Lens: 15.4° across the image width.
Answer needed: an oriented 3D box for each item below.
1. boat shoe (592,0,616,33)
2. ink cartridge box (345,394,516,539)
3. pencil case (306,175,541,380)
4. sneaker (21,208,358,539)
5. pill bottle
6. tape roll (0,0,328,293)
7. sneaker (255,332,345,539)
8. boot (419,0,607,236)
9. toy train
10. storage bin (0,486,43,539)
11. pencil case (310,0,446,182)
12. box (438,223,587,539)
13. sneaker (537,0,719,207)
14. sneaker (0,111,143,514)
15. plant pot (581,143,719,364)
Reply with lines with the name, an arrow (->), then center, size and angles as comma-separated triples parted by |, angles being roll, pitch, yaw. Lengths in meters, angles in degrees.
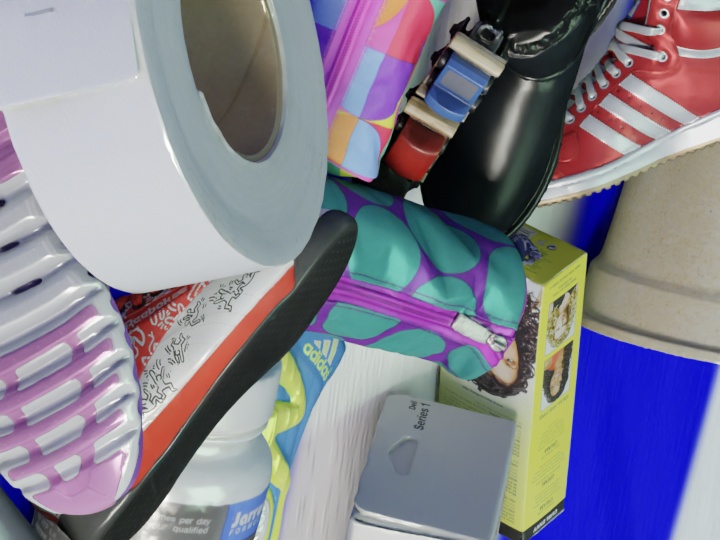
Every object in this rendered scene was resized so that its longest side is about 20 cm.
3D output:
boat shoe -> 0.162, -0.215, 1.522 | 0.200, 0.060, 0.074 | -62, 149, 0
ink cartridge box -> 0.031, 0.197, 1.573 | 0.145, 0.084, 0.201 | -71, 171, -62
pencil case -> 0.000, 0.000, 1.361 | 0.200, 0.092, 0.085 | 14, 112, -44
sneaker -> -0.099, 0.025, 1.238 | 0.202, 0.108, 0.067 | -51, 164, 8
pill bottle -> -0.108, 0.126, 1.346 | 0.114, 0.114, 0.201 | -11, 123, -51
tape roll -> -0.085, -0.093, 1.159 | 0.202, 0.071, 0.203 | -10, 90, -69
sneaker -> -0.048, 0.085, 1.438 | 0.105, 0.076, 0.201 | -25, 132, -45
boot -> 0.080, -0.111, 1.418 | 0.168, 0.076, 0.201 | 19, 95, -81
toy train -> 0.030, -0.070, 1.385 | 0.046, 0.034, 0.200 | -59, -178, -32
storage bin -> -0.217, 0.161, 1.165 | 0.200, 0.145, 0.135 | -49, 134, -26
pencil case -> 0.007, -0.145, 1.336 | 0.088, 0.088, 0.201 | 7, 108, -56
box -> 0.090, 0.067, 1.623 | 0.050, 0.075, 0.200 | -35, 138, -39
sneaker -> 0.150, -0.114, 1.554 | 0.199, 0.071, 0.113 | -22, 106, 0
sneaker -> -0.138, 0.010, 1.187 | 0.080, 0.201, 0.088 | -21, 173, 16
plant pot -> 0.242, -0.045, 1.668 | 0.200, 0.200, 0.184 | -2, 103, -54
